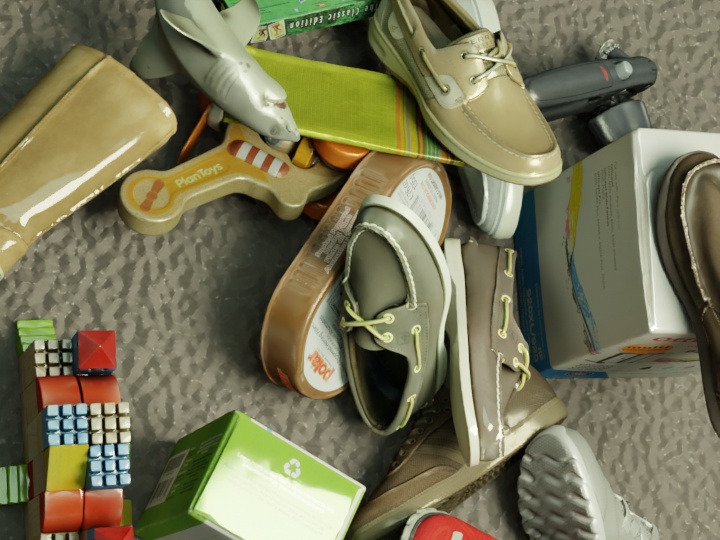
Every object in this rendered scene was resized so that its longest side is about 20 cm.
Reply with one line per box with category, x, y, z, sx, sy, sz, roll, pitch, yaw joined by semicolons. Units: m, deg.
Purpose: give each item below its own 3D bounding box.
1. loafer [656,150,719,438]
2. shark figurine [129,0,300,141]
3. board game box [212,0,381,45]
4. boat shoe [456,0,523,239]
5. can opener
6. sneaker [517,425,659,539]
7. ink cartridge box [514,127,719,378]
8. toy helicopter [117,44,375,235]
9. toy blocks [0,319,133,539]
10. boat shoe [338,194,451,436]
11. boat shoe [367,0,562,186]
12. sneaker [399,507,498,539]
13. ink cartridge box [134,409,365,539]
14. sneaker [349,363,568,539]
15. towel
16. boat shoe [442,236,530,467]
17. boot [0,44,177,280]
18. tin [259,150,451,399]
loafer;0.254;0.015;1.084;0.072;0.071;0.202;-14;85;-21
shark figurine;-0.127;-0.177;1.141;0.127;0.089;0.216;17;44;-47
board game box;-0.022;-0.230;1.257;0.198;0.024;0.105;-16;58;-22
boat shoe;0.076;-0.120;1.271;0.071;0.070;0.203;-3;74;-16
can opener;0.173;-0.138;1.274;0.199;0.063;0.079;-7;61;-54
sneaker;0.179;0.196;1.229;0.082;0.074;0.202;-37;114;-36
ink cartridge box;0.222;-0.006;1.223;0.145;0.200;0.147;1;77;-20
toy helicopter;-0.093;-0.084;1.188;0.199;0.079;0.133;-26;67;-33
toy blocks;-0.185;0.120;1.078;0.099;0.137;0.203;0;78;-20
boat shoe;0.019;0.035;1.134;0.071;0.203;0.060;22;54;25
boat shoe;0.076;-0.140;1.175;0.072;0.065;0.201;-16;53;-32
sneaker;0.100;0.215;1.153;0.199;0.084;0.078;29;64;-44
ink cartridge box;-0.036;0.184;1.114;0.199;0.148;0.076;31;68;-13
sneaker;0.059;0.131;1.215;0.199;0.071;0.076;-30;71;-28
towel;0.001;-0.118;1.183;0.197;0.018;0.087;10;40;-11
boat shoe;0.092;0.055;1.192;0.059;0.072;0.201;1;43;-3
boot;-0.253;-0.083;1.127;0.175;0.066;0.200;39;66;8
tin;0.000;0.000;1.186;0.201;0.042;0.112;-57;144;-16
